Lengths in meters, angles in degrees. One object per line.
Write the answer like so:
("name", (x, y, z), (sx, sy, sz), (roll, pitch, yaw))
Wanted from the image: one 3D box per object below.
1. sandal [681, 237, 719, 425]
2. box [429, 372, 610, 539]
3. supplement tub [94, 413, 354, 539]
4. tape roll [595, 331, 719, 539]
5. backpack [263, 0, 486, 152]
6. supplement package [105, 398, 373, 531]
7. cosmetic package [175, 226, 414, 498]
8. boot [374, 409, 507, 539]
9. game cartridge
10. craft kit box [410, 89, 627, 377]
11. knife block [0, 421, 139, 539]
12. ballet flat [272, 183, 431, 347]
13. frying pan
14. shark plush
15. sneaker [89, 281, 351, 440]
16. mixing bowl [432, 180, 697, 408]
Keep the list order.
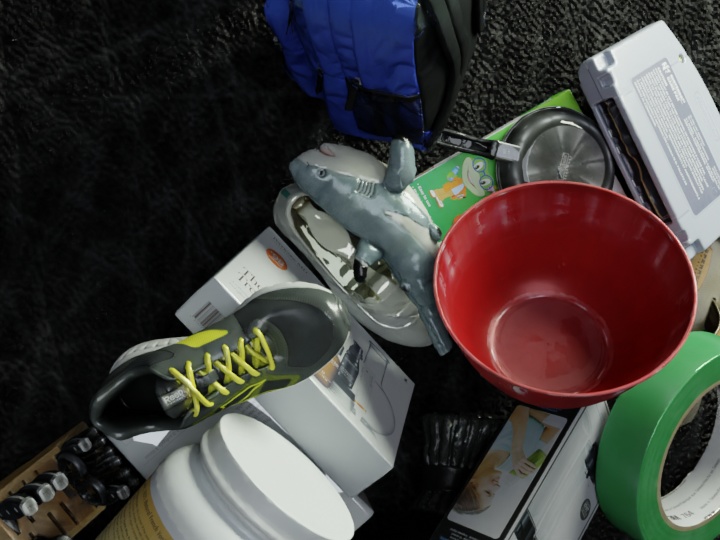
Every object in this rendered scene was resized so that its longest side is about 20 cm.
("sandal", (0.313, 0.049, 0.808), (0.080, 0.054, 0.201), (17, 89, -8))
("box", (0.146, 0.195, 0.724), (0.200, 0.060, 0.117), (-49, 131, -30))
("supplement tub", (-0.114, 0.213, 0.590), (0.144, 0.144, 0.200), (41, 95, -7))
("tape roll", (0.298, 0.156, 0.767), (0.200, 0.048, 0.201), (-12, 113, -32))
("backpack", (0.011, -0.208, 0.671), (0.167, 0.200, 0.163), (12, 72, 9))
("supplement package", (-0.101, 0.157, 0.720), (0.117, 0.117, 0.200), (-41, 96, -4))
("cosmetic package", (-0.044, 0.068, 0.708), (0.052, 0.151, 0.200), (-40, 97, 17))
("boot", (0.059, 0.201, 0.733), (0.211, 0.079, 0.158), (4, 95, -48))
("game cartridge", (0.285, -0.122, 0.782), (0.133, 0.041, 0.200), (-31, 97, -31))
("craft kit box", (0.153, -0.032, 0.791), (0.197, 0.049, 0.200), (-31, 95, -9))
("knife block", (-0.260, 0.192, 0.655), (0.200, 0.176, 0.064), (-35, 95, 6))
("ballet flat", (0.000, 0.000, 0.758), (0.200, 0.069, 0.069), (44, 85, -7))
("frying pan", (0.149, -0.113, 0.756), (0.190, 0.031, 0.115), (37, 84, -10))
("shark plush", (0.017, -0.019, 0.722), (0.083, 0.091, 0.200), (-32, 106, -27))
("sneaker", (-0.099, 0.073, 0.594), (0.200, 0.085, 0.075), (-24, 102, 14))
("mixing bowl", (0.160, 0.037, 0.698), (0.200, 0.108, 0.201), (-2, 55, 3))
